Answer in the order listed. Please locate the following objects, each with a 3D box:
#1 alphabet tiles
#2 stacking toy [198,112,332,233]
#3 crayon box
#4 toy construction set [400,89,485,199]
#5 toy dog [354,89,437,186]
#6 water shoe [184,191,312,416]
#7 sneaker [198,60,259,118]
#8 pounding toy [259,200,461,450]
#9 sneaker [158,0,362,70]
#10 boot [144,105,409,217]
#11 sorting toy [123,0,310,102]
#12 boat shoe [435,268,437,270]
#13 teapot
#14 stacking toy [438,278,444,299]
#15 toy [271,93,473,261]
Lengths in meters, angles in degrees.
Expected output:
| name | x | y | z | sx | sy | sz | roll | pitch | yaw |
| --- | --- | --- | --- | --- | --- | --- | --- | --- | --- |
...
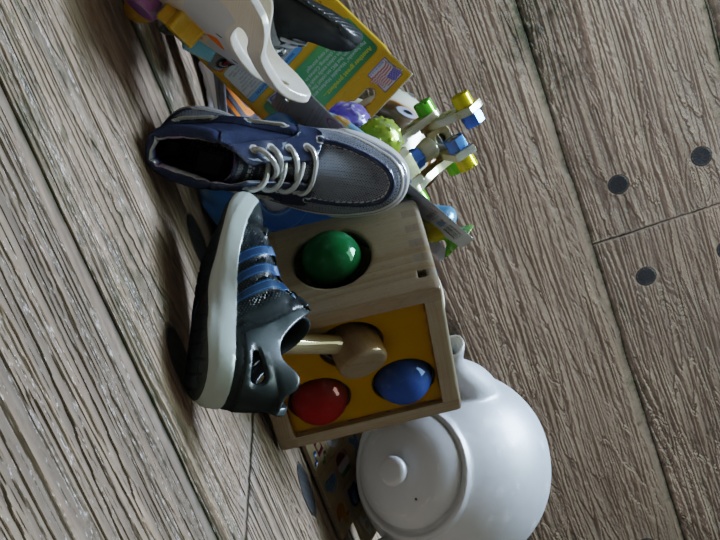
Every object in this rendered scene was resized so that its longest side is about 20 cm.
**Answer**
| name | x | y | z | sx | sy | sz | roll | pitch | yaw |
| --- | --- | --- | --- | --- | --- | --- | --- | --- | --- |
| alphabet tiles | -0.012 | 0.152 | 1.404 | 0.200 | 0.006 | 0.166 | 69 | 27 | -18 |
| stacking toy | -0.077 | -0.065 | 1.338 | 0.116 | 0.110 | 0.200 | 49 | -1 | -4 |
| crayon box | -0.064 | -0.200 | 1.352 | 0.200 | 0.126 | 0.052 | 44 | 5 | 4 |
| toy construction set | 0.029 | -0.097 | 1.362 | 0.092 | 0.131 | 0.200 | 53 | -20 | -1 |
| toy dog | -0.013 | -0.124 | 1.548 | 0.139 | 0.200 | 0.194 | 38 | 55 | -33 |
| water shoe | -0.075 | 0.027 | 1.048 | 0.200 | 0.079 | 0.072 | -87 | -161 | -47 |
| sneaker | -0.091 | -0.175 | 1.446 | 0.078 | 0.112 | 0.201 | 31 | 43 | -80 |
| pounding toy | -0.024 | 0.050 | 1.180 | 0.200 | 0.184 | 0.142 | 77 | 0 | -47 |
| sneaker | -0.090 | -0.207 | 1.283 | 0.074 | 0.200 | 0.089 | 14 | 98 | -62 |
| boot | -0.063 | -0.076 | 1.132 | 0.090 | 0.199 | 0.073 | -71 | 170 | -74 |
| sorting toy | -0.109 | -0.206 | 1.124 | 0.180 | 0.107 | 0.200 | 45 | -5 | 26 |
| boat shoe | 0.043 | 0.089 | 1.552 | 0.200 | 0.069 | 0.084 | -68 | 162 | 7 |
| teapot | 0.065 | 0.185 | 1.345 | 0.146 | 0.197 | 0.201 | 5 | 63 | -55 |
| stacking toy | 0.000 | 0.000 | 1.385 | 0.200 | 0.146 | 0.146 | -93 | 163 | -65 |
| toy | 0.017 | -0.095 | 1.237 | 0.200 | 0.047 | 0.115 | 45 | -13 | -2 |
